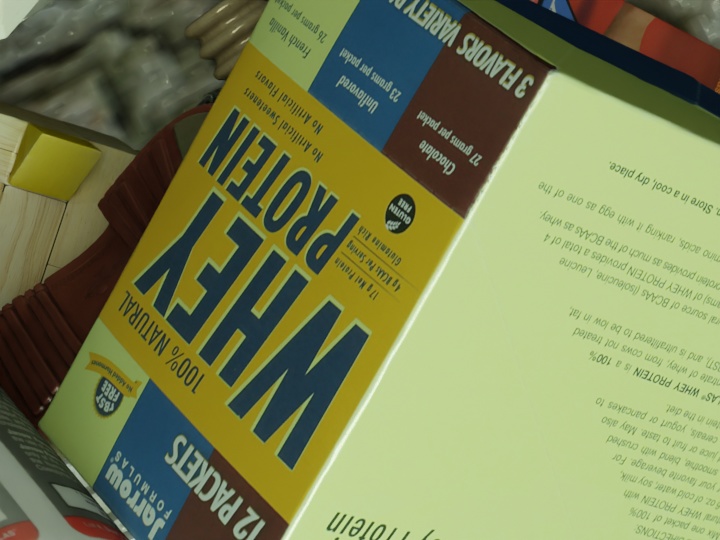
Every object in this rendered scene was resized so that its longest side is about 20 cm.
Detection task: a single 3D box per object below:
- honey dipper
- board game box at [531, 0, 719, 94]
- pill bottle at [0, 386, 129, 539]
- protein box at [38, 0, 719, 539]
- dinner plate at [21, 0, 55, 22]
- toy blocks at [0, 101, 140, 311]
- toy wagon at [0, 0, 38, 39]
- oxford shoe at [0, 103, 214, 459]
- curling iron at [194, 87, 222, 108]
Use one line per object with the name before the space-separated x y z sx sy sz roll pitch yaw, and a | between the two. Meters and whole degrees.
honey dipper | 0.002 -0.024 1.047 0.038 0.038 0.200 -36 95 -2
board game box | 0.072 -0.011 1.040 0.103 0.019 0.200 25 84 -14
pill bottle | -0.160 0.081 0.883 0.116 0.116 0.200 -44 52 -1
protein box | 0.041 0.021 0.879 0.198 0.135 0.200 19 105 -41
dinner plate | -0.182 -0.187 1.040 0.200 0.024 0.200 0 91 -4
toy blocks | -0.177 -0.004 1.006 0.200 0.100 0.137 17 96 -22
toy wagon | -0.194 -0.152 0.980 0.200 0.040 0.155 25 61 21
oxford shoe | -0.088 0.034 0.970 0.200 0.070 0.075 -46 132 13
curling iron | -0.034 0.020 1.031 0.026 0.050 0.200 2 114 34
